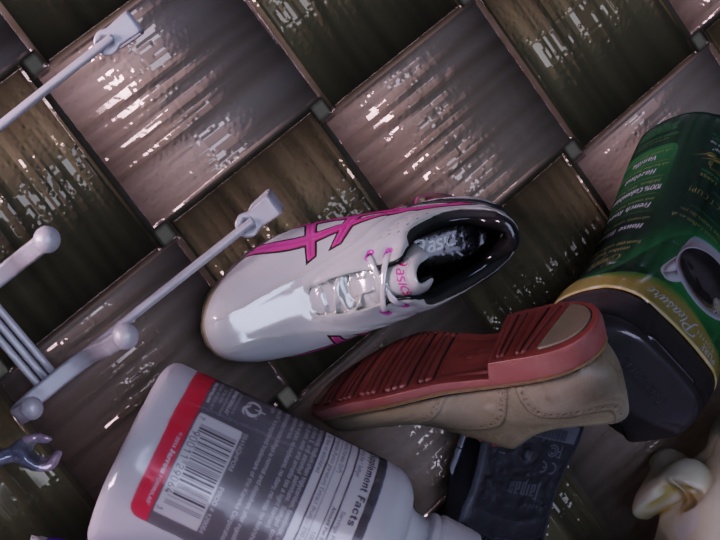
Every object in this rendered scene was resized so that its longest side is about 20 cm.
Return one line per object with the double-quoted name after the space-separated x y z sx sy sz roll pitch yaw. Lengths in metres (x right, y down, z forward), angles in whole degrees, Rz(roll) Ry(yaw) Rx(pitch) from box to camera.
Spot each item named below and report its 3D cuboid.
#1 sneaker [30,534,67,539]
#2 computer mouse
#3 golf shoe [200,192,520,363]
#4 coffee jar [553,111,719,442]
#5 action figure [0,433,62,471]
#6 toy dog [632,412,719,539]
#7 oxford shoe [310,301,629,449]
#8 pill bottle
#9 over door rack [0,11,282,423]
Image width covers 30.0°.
-0.114 0.201 0.709 0.099 0.201 0.070 -2 49 9 "sneaker"
0.061 0.135 0.841 0.139 0.046 0.202 8 98 -22 "computer mouse"
0.000 0.000 0.797 0.199 0.092 0.073 -22 97 -16 "golf shoe"
0.189 0.003 0.831 0.104 0.085 0.201 44 56 -17 "coffee jar"
-0.245 0.084 0.661 0.149 0.200 0.134 -40 86 -14 "action figure"
0.237 0.159 0.824 0.139 0.194 0.201 26 88 -3 "toy dog"
0.059 0.078 0.775 0.075 0.199 0.071 61 39 -20 "oxford shoe"
-0.039 0.142 0.742 0.199 0.111 0.111 26 81 -1 "pill bottle"
-0.156 -0.034 0.752 0.200 0.067 0.148 -41 101 -14 "over door rack"
